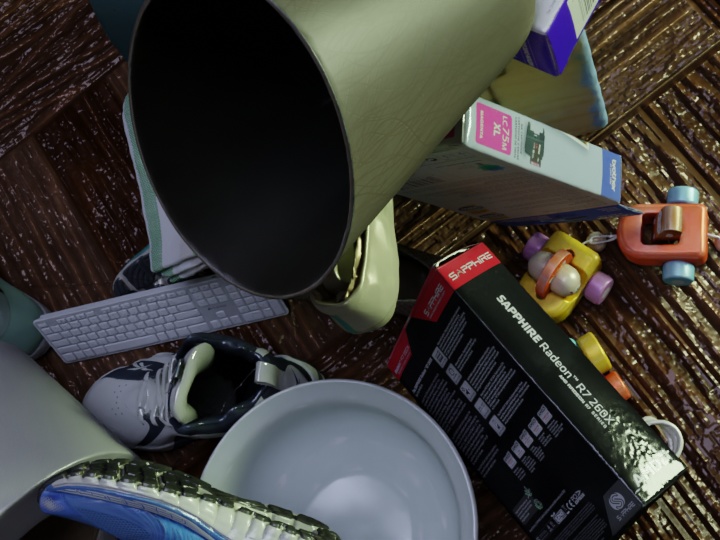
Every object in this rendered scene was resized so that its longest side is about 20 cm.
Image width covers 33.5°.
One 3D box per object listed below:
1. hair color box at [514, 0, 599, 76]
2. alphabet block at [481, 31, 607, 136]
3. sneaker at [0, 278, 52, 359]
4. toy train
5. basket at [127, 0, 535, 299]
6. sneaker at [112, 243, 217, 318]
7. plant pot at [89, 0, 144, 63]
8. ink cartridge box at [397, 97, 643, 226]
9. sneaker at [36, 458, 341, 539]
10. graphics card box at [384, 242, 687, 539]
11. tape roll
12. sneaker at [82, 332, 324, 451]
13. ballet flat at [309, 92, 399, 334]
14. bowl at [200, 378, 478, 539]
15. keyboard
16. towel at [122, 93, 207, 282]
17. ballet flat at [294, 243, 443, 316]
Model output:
[{"bbox_3d":[0.057,-0.212,0.735,0.199,0.065,0.110,28,84,21],"label":"hair color box"},{"bbox_3d":[0.053,-0.190,0.870,0.198,0.196,0.197,-17,68,12],"label":"alphabet block"},{"bbox_3d":[-0.355,0.007,0.980,0.199,0.118,0.074,21,82,23],"label":"sneaker"},{"bbox_3d":[0.178,0.030,0.837,0.149,0.056,0.202,6,75,20],"label":"toy train"},{"bbox_3d":[-0.004,-0.112,0.620,0.135,0.181,0.200,28,49,21],"label":"basket"},{"bbox_3d":[-0.110,-0.032,0.950,0.199,0.078,0.080,-36,33,11],"label":"sneaker"},{"bbox_3d":[-0.129,-0.234,0.938,0.140,0.200,0.143,10,77,20],"label":"plant pot"},{"bbox_3d":[0.089,-0.068,0.800,0.119,0.199,0.042,-6,74,45],"label":"ink cartridge box"},{"bbox_3d":[-0.112,0.179,0.752,0.198,0.079,0.090,20,89,1],"label":"sneaker"},{"bbox_3d":[0.108,0.094,0.793,0.051,0.126,0.200,-26,65,-32],"label":"graphics card box"},{"bbox_3d":[-0.269,0.171,0.856,0.139,0.203,0.203,35,86,23],"label":"tape roll"},{"bbox_3d":[-0.134,0.086,0.878,0.197,0.130,0.080,3,72,18],"label":"sneaker"},{"bbox_3d":[-0.012,-0.064,0.714,0.069,0.069,0.202,-9,77,15],"label":"ballet flat"},{"bbox_3d":[-0.010,0.182,0.828,0.199,0.090,0.203,-4,74,15],"label":"bowl"},{"bbox_3d":[-0.158,0.037,0.943,0.198,0.057,0.011,-13,40,14],"label":"keyboard"},{"bbox_3d":[-0.102,-0.085,0.824,0.199,0.030,0.151,-21,81,50],"label":"towel"},{"bbox_3d":[0.000,0.000,0.879,0.198,0.046,0.068,16,78,4],"label":"ballet flat"}]
